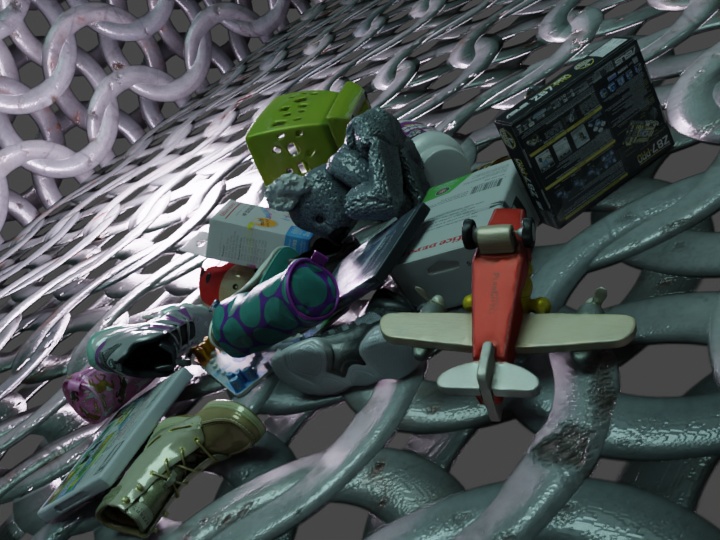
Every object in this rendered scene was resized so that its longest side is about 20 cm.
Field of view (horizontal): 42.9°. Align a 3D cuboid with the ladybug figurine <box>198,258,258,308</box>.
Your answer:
[{"bbox_3d":[-0.207,0.010,1.497,0.136,0.072,0.200,-39,24,-18],"label":"ladybug figurine"}]

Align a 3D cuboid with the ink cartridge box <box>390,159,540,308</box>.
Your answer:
[{"bbox_3d":[0.138,-0.044,1.170,0.146,0.084,0.200,-16,27,33],"label":"ink cartridge box"}]

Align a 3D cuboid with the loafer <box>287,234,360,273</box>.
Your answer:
[{"bbox_3d":[-0.050,-0.021,1.340,0.072,0.063,0.200,-9,19,25],"label":"loafer"}]

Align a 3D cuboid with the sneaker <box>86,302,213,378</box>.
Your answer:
[{"bbox_3d":[-0.264,0.106,1.280,0.200,0.078,0.140,-23,22,-37],"label":"sneaker"}]

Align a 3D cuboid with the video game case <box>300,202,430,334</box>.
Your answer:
[{"bbox_3d":[0.000,0.000,1.185,0.200,0.019,0.143,-33,18,50],"label":"video game case"}]

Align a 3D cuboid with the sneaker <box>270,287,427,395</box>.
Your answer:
[{"bbox_3d":[-0.007,0.085,1.108,0.200,0.076,0.114,-12,28,27],"label":"sneaker"}]

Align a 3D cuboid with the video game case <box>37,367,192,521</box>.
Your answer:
[{"bbox_3d":[-0.320,0.228,1.203,0.182,0.022,0.200,-33,17,40],"label":"video game case"}]

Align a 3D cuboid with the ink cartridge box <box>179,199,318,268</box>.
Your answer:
[{"bbox_3d":[-0.169,-0.056,1.437,0.199,0.068,0.115,12,20,3],"label":"ink cartridge box"}]

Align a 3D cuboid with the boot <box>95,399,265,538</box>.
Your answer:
[{"bbox_3d":[-0.209,0.230,1.055,0.200,0.072,0.155,-20,24,41],"label":"boot"}]

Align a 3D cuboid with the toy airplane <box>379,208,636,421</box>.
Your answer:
[{"bbox_3d":[0.145,0.057,0.929,0.199,0.141,0.200,-42,60,0],"label":"toy airplane"}]

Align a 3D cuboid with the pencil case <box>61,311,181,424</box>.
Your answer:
[{"bbox_3d":[-0.345,0.141,1.358,0.083,0.087,0.200,-31,10,46],"label":"pencil case"}]

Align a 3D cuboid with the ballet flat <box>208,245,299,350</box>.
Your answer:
[{"bbox_3d":[-0.152,0.047,1.311,0.069,0.069,0.200,-6,39,45],"label":"ballet flat"}]

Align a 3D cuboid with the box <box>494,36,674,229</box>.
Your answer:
[{"bbox_3d":[0.286,-0.173,1.154,0.200,0.161,0.049,-36,24,-9],"label":"box"}]

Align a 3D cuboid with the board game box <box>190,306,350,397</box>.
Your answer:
[{"bbox_3d":[-0.136,0.085,1.320,0.200,0.026,0.200,-38,24,-16],"label":"board game box"}]

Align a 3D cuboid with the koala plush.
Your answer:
[{"bbox_3d":[-0.020,-0.114,1.301,0.200,0.177,0.184,-23,69,27],"label":"koala plush"}]

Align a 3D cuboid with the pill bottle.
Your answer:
[{"bbox_3d":[0.099,-0.168,1.432,0.112,0.112,0.200,-33,23,-4],"label":"pill bottle"}]

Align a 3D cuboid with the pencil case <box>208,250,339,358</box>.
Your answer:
[{"bbox_3d":[-0.112,0.048,1.170,0.200,0.085,0.093,-25,40,49],"label":"pencil case"}]

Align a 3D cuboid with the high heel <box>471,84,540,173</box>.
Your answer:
[{"bbox_3d":[0.212,-0.187,1.294,0.200,0.143,0.071,-4,35,47],"label":"high heel"}]

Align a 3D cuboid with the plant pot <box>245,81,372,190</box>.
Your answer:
[{"bbox_3d":[-0.062,-0.210,1.620,0.181,0.200,0.199,-13,27,20],"label":"plant pot"}]
